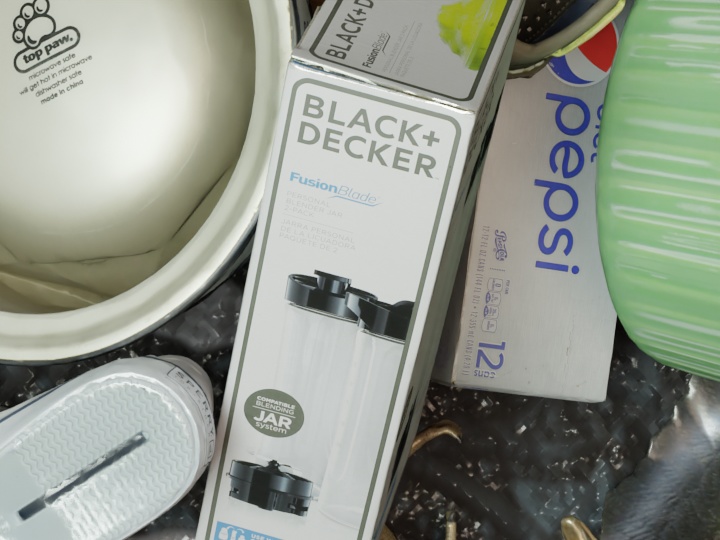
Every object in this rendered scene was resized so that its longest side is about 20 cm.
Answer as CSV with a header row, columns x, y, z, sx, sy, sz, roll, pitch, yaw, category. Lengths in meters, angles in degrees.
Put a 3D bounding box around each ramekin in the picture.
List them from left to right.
x,y,z,sx,sy,sz,roll,pitch,yaw,category
0.169,-0.045,0.807,0.199,0.097,0.202,-21,116,-53,ramekin

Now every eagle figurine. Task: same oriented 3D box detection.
x,y,z,sx,sy,sz,roll,pitch,yaw,category
0.164,0.129,0.859,0.200,0.150,0.153,-34,146,-40,eagle figurine

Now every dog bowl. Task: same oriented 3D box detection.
x,y,z,sx,sy,sz,roll,pitch,yaw,category
-0.103,-0.067,0.753,0.198,0.074,0.202,0,89,19,dog bowl

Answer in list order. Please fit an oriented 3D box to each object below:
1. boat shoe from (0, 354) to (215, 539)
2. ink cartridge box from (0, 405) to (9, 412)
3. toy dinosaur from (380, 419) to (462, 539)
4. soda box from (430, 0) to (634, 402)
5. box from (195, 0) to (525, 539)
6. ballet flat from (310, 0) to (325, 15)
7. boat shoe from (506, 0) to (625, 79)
x,y,z,sx,sy,sz,roll,pitch,yaw,category
-0.130,0.091,0.706,0.199,0.067,0.074,-26,94,9,boat shoe
-0.222,0.097,0.759,0.199,0.084,0.145,19,87,-15,ink cartridge box
-0.010,0.110,0.841,0.100,0.058,0.202,0,84,0,toy dinosaur
0.070,-0.052,0.842,0.068,0.063,0.202,7,90,-17,soda box
0.000,0.000,0.717,0.060,0.117,0.201,16,121,5,box
0.010,-0.143,0.792,0.068,0.068,0.200,39,99,4,ballet flat
0.101,-0.153,0.766,0.072,0.060,0.202,40,84,-18,boat shoe
